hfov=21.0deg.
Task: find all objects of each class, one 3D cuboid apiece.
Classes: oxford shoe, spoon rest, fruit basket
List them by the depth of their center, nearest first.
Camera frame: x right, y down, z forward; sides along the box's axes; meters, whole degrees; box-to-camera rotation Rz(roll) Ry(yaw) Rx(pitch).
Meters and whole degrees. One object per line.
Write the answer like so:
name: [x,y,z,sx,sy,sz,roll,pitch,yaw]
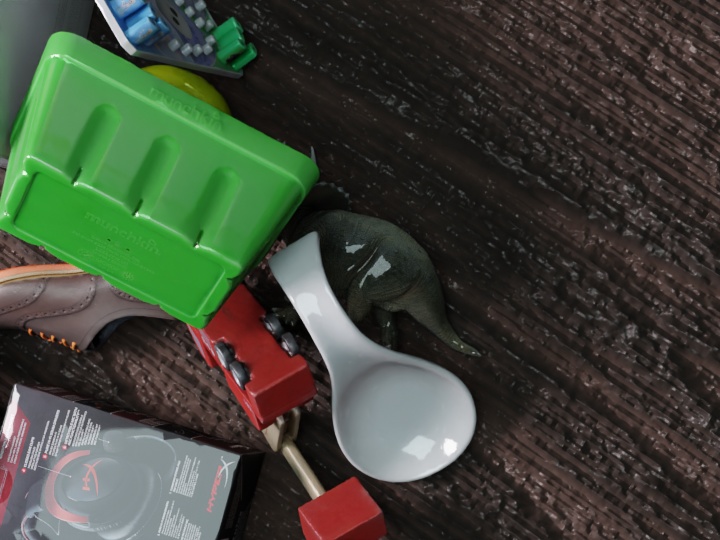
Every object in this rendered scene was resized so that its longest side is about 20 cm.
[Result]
fruit basket: [-0.134,-0.085,1.331,0.214,0.156,0.217,12,57,-19]
spoon rest: [0.006,0.069,1.334,0.099,0.061,0.201,-31,115,10]
oxford shoe: [-0.225,0.029,1.417,0.198,0.071,0.073,-15,89,10]

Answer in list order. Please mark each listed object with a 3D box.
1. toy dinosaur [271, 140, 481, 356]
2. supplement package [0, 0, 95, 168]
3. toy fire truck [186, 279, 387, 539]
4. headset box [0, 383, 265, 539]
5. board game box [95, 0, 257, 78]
toy dinosaur: [0.000,0.000,1.370,0.199,0.077,0.103,31,106,16]
supplement package: [-0.293,-0.183,1.377,0.146,0.200,0.193,12,88,12]
toy fire truck: [-0.059,0.096,1.362,0.048,0.142,0.200,-28,42,-13]
headset box: [-0.187,0.173,1.396,0.198,0.075,0.150,15,89,12]
board game box: [-0.160,-0.231,1.350,0.026,0.200,0.201,-33,81,16]
